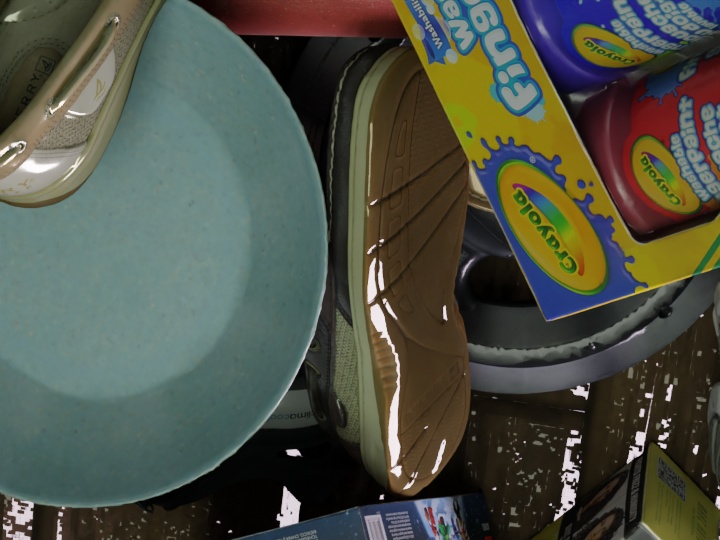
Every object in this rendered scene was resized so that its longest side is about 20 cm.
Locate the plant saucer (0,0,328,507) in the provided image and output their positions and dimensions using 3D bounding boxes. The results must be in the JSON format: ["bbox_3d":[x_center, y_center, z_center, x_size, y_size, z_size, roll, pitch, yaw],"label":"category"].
[{"bbox_3d":[-0.104,-0.013,0.992,0.200,0.039,0.203,1,95,14],"label":"plant saucer"}]

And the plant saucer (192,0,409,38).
[{"bbox_3d":[0.031,-0.183,0.970,0.198,0.037,0.201,2,104,7],"label":"plant saucer"}]

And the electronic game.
[{"bbox_3d":[0.065,-0.044,1.053,0.198,0.042,0.201,0,111,0],"label":"electronic game"}]

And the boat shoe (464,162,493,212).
[{"bbox_3d":[0.126,-0.045,0.993,0.198,0.066,0.075,-3,111,2],"label":"boat shoe"}]

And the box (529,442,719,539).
[{"bbox_3d":[0.068,0.163,1.139,0.050,0.075,0.200,43,115,-11],"label":"box"}]

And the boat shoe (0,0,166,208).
[{"bbox_3d":[-0.100,-0.123,0.934,0.073,0.063,0.202,21,86,13],"label":"boat shoe"}]

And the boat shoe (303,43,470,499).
[{"bbox_3d":[0.000,0.000,0.999,0.065,0.073,0.201,21,131,29],"label":"boat shoe"}]

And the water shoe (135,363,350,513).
[{"bbox_3d":[-0.102,0.072,1.118,0.199,0.072,0.079,-1,120,10],"label":"water shoe"}]

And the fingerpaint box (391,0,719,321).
[{"bbox_3d":[0.096,-0.102,0.883,0.166,0.073,0.201,-19,100,44],"label":"fingerpaint box"}]

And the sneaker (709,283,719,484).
[{"bbox_3d":[0.191,0.043,1.025,0.099,0.078,0.200,-13,159,-2],"label":"sneaker"}]

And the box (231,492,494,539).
[{"bbox_3d":[-0.031,0.127,1.068,0.136,0.200,0.038,-17,82,15],"label":"box"}]
